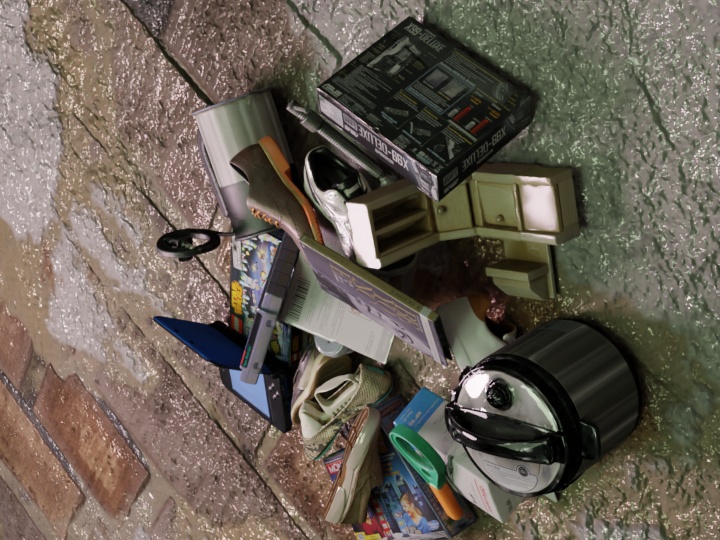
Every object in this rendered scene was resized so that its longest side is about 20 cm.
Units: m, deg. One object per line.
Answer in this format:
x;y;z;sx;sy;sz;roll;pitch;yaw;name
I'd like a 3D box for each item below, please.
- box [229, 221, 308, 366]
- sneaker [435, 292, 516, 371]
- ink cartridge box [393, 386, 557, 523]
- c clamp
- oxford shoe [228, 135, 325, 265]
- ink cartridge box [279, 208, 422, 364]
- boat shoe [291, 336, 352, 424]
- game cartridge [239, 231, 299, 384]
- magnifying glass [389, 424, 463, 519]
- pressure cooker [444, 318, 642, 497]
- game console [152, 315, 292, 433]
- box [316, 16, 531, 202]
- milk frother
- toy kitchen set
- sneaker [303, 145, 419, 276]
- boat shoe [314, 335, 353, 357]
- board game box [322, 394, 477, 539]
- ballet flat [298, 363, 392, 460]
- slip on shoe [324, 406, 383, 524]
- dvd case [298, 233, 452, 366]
-0.134;0.024;1.918;0.137;0.040;0.200;27;126;36;box
0.168;0.118;1.627;0.073;0.084;0.200;-103;-12;-64;sneaker
0.147;0.246;1.674;0.200;0.068;0.116;30;158;34;ink cartridge box
-0.019;-0.150;1.612;0.200;0.027;0.171;36;-176;-24;c clamp
-0.104;-0.077;1.689;0.200;0.073;0.071;60;172;23;oxford shoe
0.000;0.000;1.703;0.176;0.045;0.201;22;98;28;ink cartridge box
-0.059;0.155;1.888;0.200;0.073;0.065;118;142;-50;boat shoe
-0.124;0.052;1.783;0.038;0.130;0.200;21;137;0;game cartridge
0.091;0.263;1.687;0.080;0.022;0.200;27;158;41;magnifying glass
0.204;0.162;1.509;0.179;0.200;0.176;53;136;13;pressure cooker
-0.208;0.155;1.964;0.200;0.118;0.171;30;134;49;game console
0.072;-0.191;1.510;0.200;0.158;0.050;38;157;27;box
-0.194;-0.127;1.782;0.180;0.200;0.189;-14;98;41;milk frother
0.126;-0.022;1.517;0.200;0.180;0.164;9;115;48;toy kitchen set
-0.007;-0.074;1.625;0.200;0.076;0.088;44;162;23;sneaker
-0.031;0.017;1.783;0.073;0.067;0.201;4;89;28;boat shoe
0.043;0.284;1.840;0.200;0.062;0.200;-22;90;49;board game box
-0.039;0.192;1.843;0.075;0.068;0.200;29;125;-24;ballet flat
0.004;0.271;1.787;0.060;0.076;0.200;16;118;-5;slip on shoe
0.019;0.038;1.585;0.200;0.016;0.149;31;164;21;dvd case
